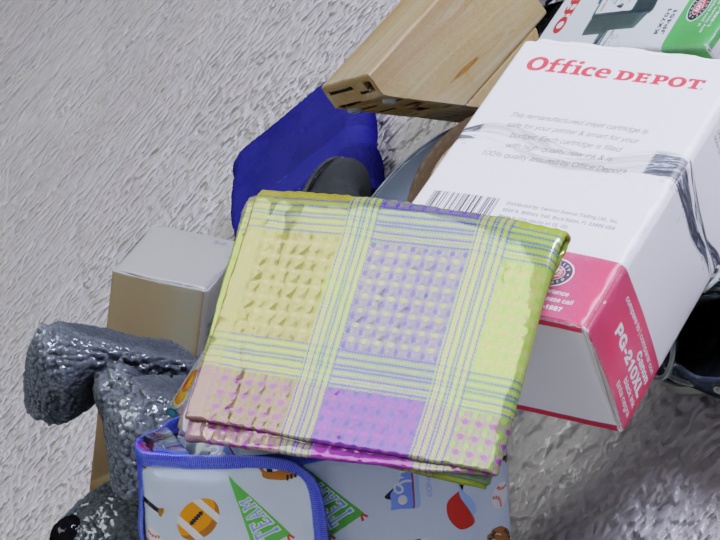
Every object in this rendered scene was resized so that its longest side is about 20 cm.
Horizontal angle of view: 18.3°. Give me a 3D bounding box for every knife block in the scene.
[{"bbox_3d":[0.071,-0.195,1.596,0.064,0.199,0.177,-10,79,56],"label":"knife block"}]

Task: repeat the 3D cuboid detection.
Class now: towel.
[{"bbox_3d":[0.002,0.031,1.138,0.199,0.023,0.144,6,70,32],"label":"towel"},{"bbox_3d":[-0.038,-0.064,1.766,0.147,0.050,0.200,-37,29,18],"label":"towel"}]

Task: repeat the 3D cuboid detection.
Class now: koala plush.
[{"bbox_3d":[-0.130,0.159,1.452,0.177,0.183,0.201,29,105,54],"label":"koala plush"}]

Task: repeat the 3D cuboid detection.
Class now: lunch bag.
[{"bbox_3d":[-0.020,0.155,1.214,0.124,0.199,0.171,-142,46,-67],"label":"lunch bag"}]

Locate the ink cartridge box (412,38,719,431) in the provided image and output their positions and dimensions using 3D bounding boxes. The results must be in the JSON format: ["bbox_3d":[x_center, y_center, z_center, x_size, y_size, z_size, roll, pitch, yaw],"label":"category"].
[{"bbox_3d":[0.113,-0.025,1.205,0.144,0.085,0.200,11,51,34],"label":"ink cartridge box"}]

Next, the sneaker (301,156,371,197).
[{"bbox_3d":[0.000,0.000,1.410,0.088,0.074,0.201,-5,40,16],"label":"sneaker"}]

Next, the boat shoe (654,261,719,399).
[{"bbox_3d":[0.191,0.037,1.217,0.075,0.062,0.200,-51,26,2],"label":"boat shoe"}]

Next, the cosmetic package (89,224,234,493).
[{"bbox_3d":[-0.138,0.081,1.579,0.105,0.071,0.201,-58,-22,-68],"label":"cosmetic package"}]

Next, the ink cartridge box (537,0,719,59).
[{"bbox_3d":[0.218,-0.168,1.398,0.147,0.083,0.200,-56,24,-13],"label":"ink cartridge box"}]

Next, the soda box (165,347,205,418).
[{"bbox_3d":[-0.014,0.110,1.318,0.069,0.200,0.064,-58,25,-6],"label":"soda box"}]

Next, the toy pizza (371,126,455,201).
[{"bbox_3d":[0.054,-0.017,1.556,0.200,0.032,0.201,-36,34,29],"label":"toy pizza"}]

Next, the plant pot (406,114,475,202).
[{"bbox_3d":[0.094,-0.036,1.404,0.200,0.093,0.202,-29,41,29],"label":"plant pot"}]
